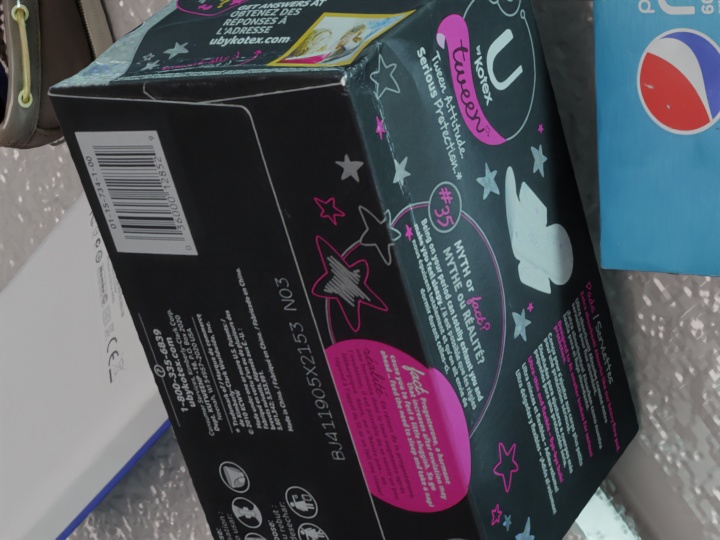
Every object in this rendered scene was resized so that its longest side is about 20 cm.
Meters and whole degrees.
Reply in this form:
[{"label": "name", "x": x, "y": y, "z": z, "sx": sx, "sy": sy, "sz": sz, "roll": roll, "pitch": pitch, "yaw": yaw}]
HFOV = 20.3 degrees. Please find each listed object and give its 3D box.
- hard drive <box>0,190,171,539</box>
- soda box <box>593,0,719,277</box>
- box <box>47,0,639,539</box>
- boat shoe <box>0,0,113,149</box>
[{"label": "hard drive", "x": -0.118, "y": 0.036, "z": 0.846, "sx": 0.200, "sy": 0.025, "sz": 0.133, "roll": -46, "pitch": 41, "yaw": 33}, {"label": "soda box", "x": 0.118, "y": -0.102, "z": 0.658, "sx": 0.067, "sy": 0.064, "sz": 0.202, "roll": 4, "pitch": 102, "yaw": 36}, {"label": "box", "x": 0.000, "y": 0.000, "z": 0.702, "sx": 0.131, "sy": 0.115, "sz": 0.201, "roll": 2, "pitch": 120, "yaw": 36}, {"label": "boat shoe", "x": -0.165, "y": -0.148, "z": 0.857, "sx": 0.071, "sy": 0.059, "sz": 0.202, "roll": -20, "pitch": 87, "yaw": 38}]
